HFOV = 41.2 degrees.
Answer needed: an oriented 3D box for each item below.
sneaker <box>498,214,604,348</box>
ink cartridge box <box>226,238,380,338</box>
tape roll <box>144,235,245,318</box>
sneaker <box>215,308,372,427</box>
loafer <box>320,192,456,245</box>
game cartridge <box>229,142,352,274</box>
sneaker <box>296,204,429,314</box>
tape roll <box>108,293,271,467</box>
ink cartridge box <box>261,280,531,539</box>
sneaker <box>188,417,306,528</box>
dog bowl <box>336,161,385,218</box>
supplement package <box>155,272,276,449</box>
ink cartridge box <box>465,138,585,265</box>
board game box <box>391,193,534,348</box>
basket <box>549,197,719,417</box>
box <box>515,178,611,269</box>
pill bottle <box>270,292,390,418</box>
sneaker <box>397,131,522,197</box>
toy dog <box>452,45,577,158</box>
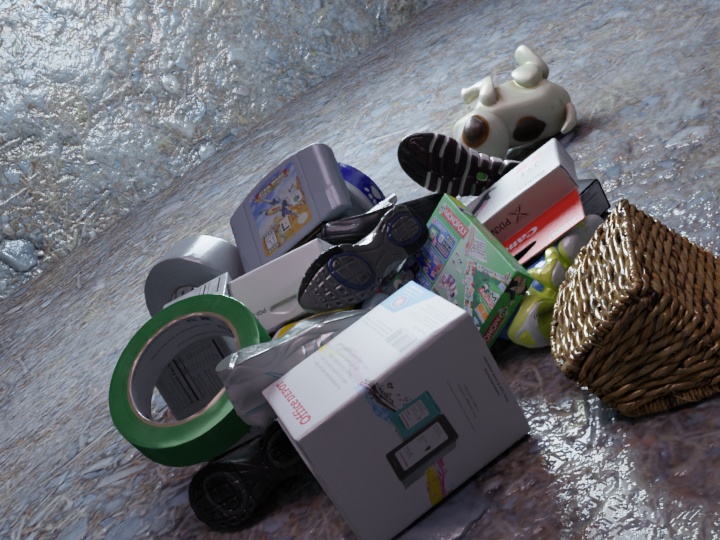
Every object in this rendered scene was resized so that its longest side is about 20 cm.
[{"bbox_3d":[0.209,0.008,1.105,0.104,0.076,0.200,-7,31,49],"label":"sneaker"},{"bbox_3d":[-0.068,0.038,1.281,0.144,0.086,0.200,-25,-14,14],"label":"ink cartridge box"},{"bbox_3d":[-0.228,0.049,1.455,0.198,0.202,0.066,-15,25,36],"label":"tape roll"},{"bbox_3d":[-0.058,0.100,1.034,0.198,0.081,0.070,-24,9,-26],"label":"sneaker"},{"bbox_3d":[0.041,-0.068,1.305,0.197,0.072,0.068,-9,-19,-6],"label":"loafer"},{"bbox_3d":[-0.105,-0.083,1.360,0.199,0.041,0.135,-39,59,25],"label":"game cartridge"},{"bbox_3d":[0.000,0.000,1.152,0.199,0.075,0.087,-32,-9,-34],"label":"sneaker"},{"bbox_3d":[-0.194,0.123,1.103,0.197,0.048,0.203,-14,50,17],"label":"tape roll"},{"bbox_3d":[0.031,0.138,0.947,0.199,0.147,0.147,-35,20,-9],"label":"ink cartridge box"},{"bbox_3d":[-0.108,0.223,1.077,0.199,0.077,0.091,-34,-9,20],"label":"sneaker"},{"bbox_3d":[-0.052,-0.061,1.461,0.198,0.202,0.079,-20,20,27],"label":"dog bowl"},{"bbox_3d":[-0.194,0.125,1.289,0.110,0.157,0.200,-26,20,6],"label":"supplement package"},{"bbox_3d":[0.176,-0.057,1.167,0.199,0.044,0.174,-38,17,23],"label":"ink cartridge box"},{"bbox_3d":[0.113,0.013,1.118,0.136,0.029,0.201,-58,31,17],"label":"board game box"},{"bbox_3d":[0.276,0.054,0.920,0.144,0.147,0.201,-58,6,29],"label":"basket"},{"bbox_3d":[0.203,-0.049,1.293,0.198,0.050,0.199,-38,20,-20],"label":"box"},{"bbox_3d":[-0.040,0.110,1.168,0.198,0.115,0.115,-21,22,27],"label":"pill bottle"},{"bbox_3d":[0.144,-0.136,1.320,0.116,0.197,0.077,-78,7,-81],"label":"sneaker"},{"bbox_3d":[0.244,-0.241,1.601,0.199,0.140,0.194,-33,56,-12],"label":"toy dog"}]
